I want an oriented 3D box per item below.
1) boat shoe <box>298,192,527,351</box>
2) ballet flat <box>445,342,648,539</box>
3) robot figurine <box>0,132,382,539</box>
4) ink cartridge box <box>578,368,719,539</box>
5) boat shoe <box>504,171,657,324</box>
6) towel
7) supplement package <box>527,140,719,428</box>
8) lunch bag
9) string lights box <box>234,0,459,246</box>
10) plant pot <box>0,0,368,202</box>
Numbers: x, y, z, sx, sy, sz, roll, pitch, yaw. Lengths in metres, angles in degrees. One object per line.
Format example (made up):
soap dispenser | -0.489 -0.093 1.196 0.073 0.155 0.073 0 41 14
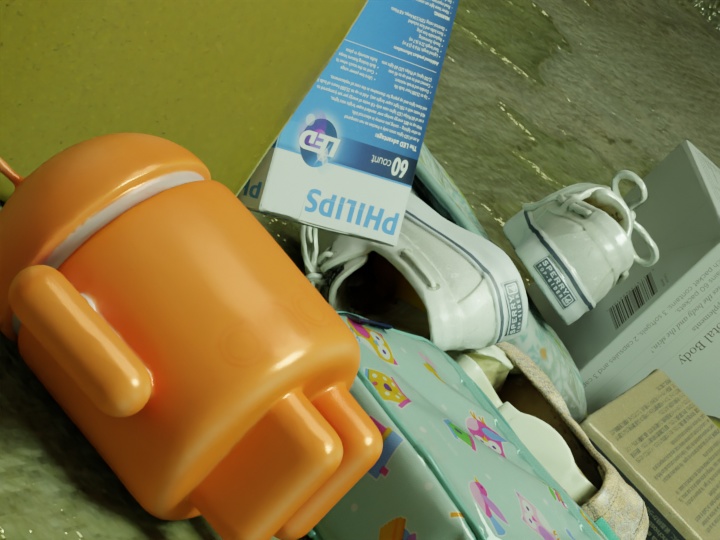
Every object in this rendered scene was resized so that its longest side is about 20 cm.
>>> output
boat shoe | 0.001 0.005 1.297 0.086 0.075 0.202 -17 27 -26
ballet flat | 0.078 0.078 1.255 0.200 0.068 0.067 41 -5 41
robot figurine | -0.080 0.024 1.010 0.144 0.117 0.200 -32 71 -31
ink cartridge box | 0.182 0.149 1.359 0.165 0.075 0.200 48 17 9
boat shoe | 0.140 -0.022 1.454 0.075 0.086 0.202 55 4 0
towel | 0.058 -0.010 1.439 0.171 0.048 0.200 46 10 -49
supplement package | 0.238 0.054 1.563 0.200 0.152 0.151 40 18 -20
lunch bag | 0.040 0.107 1.138 0.160 0.077 0.200 16 32 -56
string lights box | -0.009 -0.121 1.217 0.059 0.200 0.103 15 0 44
plant pot | -0.148 -0.148 1.151 0.200 0.196 0.194 15 31 -39
